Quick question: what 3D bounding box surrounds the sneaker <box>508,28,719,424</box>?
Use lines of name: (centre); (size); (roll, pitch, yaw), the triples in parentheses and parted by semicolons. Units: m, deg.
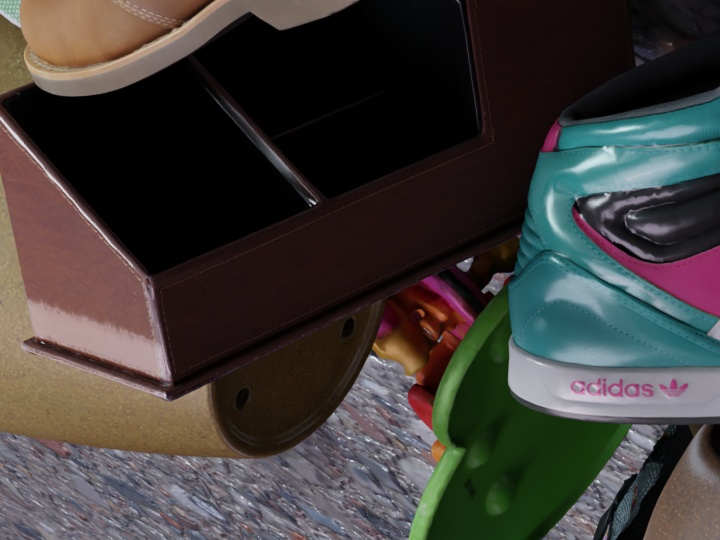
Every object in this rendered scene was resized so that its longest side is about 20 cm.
sneaker: (0.139, -0.025, 0.825); (0.199, 0.122, 0.084); (-3, -164, 3)

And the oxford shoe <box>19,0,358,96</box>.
oxford shoe: (-0.042, -0.096, 0.734); (0.071, 0.071, 0.200); (54, 149, -12)

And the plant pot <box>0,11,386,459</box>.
plant pot: (-0.096, -0.017, 0.962); (0.199, 0.187, 0.187); (25, 159, 33)

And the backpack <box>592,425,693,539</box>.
backpack: (0.163, 0.158, 1.128); (0.175, 0.154, 0.200); (28, 168, 5)

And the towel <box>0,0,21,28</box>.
towel: (-0.123, -0.131, 0.827); (0.149, 0.031, 0.200); (30, 163, 13)

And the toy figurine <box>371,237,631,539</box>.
toy figurine: (0.000, 0.000, 1.049); (0.184, 0.150, 0.200); (37, 170, 22)

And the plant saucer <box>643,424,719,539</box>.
plant saucer: (0.178, 0.053, 0.828); (0.200, 0.199, 0.035); (8, 112, 54)

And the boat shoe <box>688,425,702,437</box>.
boat shoe: (0.195, 0.076, 0.990); (0.201, 0.066, 0.072); (39, 123, 36)

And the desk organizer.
desk organizer: (-0.007, -0.039, 0.840); (0.072, 0.199, 0.077); (15, 121, 47)
